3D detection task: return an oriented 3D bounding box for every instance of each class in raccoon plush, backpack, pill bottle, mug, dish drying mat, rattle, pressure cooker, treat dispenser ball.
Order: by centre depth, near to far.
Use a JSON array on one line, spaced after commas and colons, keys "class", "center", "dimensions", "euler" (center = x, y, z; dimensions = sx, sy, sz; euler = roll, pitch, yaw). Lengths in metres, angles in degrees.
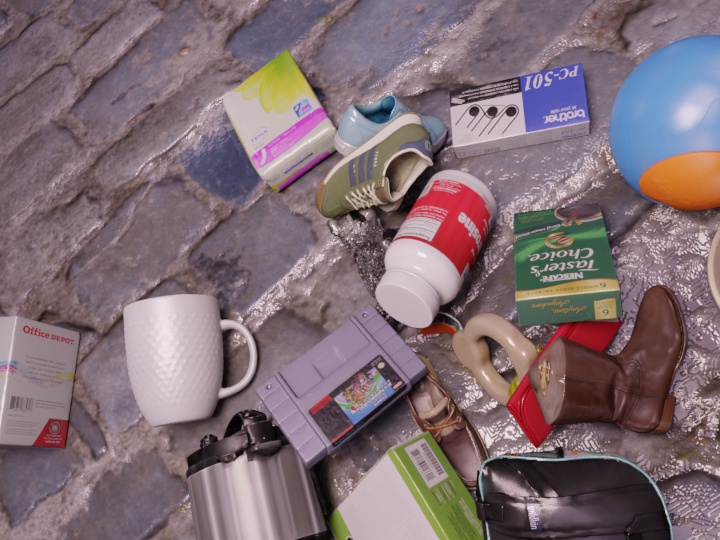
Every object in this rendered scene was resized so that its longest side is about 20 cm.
[{"class": "backpack", "center": [0.243, 0.291, 0.701], "dimensions": [0.195, 0.153, 0.180], "euler": [-12, 69, 23]}, {"class": "dish drying mat", "center": [0.249, 0.110, 0.749], "dimensions": [0.200, 0.077, 0.018], "euler": [-48, 24, -22]}, {"class": "treat dispenser ball", "center": [0.405, -0.176, 0.755], "dimensions": [0.196, 0.201, 0.206], "euler": [-6, 71, 19]}, {"class": "pressure cooker", "center": [-0.143, 0.292, 0.837], "dimensions": [0.173, 0.178, 0.204], "euler": [-25, 67, 15]}, {"class": "rattle", "center": [0.190, 0.083, 0.840], "dimensions": [0.142, 0.132, 0.199], "euler": [-40, 31, -14]}, {"class": "pill bottle", "center": [0.101, -0.029, 0.843], "dimensions": [0.110, 0.113, 0.202], "euler": [18, 59, 24]}, {"class": "raccoon plush", "center": [0.000, 0.000, 0.924], "dimensions": [0.131, 0.096, 0.205], "euler": [12, 79, 32]}, {"class": "mug", "center": [-0.257, 0.138, 0.960], "dimensions": [0.195, 0.148, 0.180], "euler": [-6, 78, -13]}]

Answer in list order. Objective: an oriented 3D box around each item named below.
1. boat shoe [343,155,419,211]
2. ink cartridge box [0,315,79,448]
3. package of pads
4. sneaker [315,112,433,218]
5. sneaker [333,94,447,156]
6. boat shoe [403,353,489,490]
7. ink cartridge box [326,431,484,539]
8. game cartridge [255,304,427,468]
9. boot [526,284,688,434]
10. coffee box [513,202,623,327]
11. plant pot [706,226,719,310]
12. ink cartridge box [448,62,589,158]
[{"class": "boat shoe", "center": [0.034, -0.165, 0.971], "dimensions": [0.201, 0.065, 0.076], "euler": [56, 131, 40]}, {"class": "ink cartridge box", "center": [-0.591, 0.193, 1.058], "dimensions": [0.141, 0.145, 0.205], "euler": [-6, 71, 19]}, {"class": "package of pads", "center": [-0.137, -0.252, 1.063], "dimensions": [0.153, 0.068, 0.203], "euler": [-33, 65, 7]}, {"class": "sneaker", "center": [0.020, -0.124, 0.868], "dimensions": [0.199, 0.067, 0.091], "euler": [-39, 49, 19]}, {"class": "sneaker", "center": [0.058, -0.214, 0.914], "dimensions": [0.196, 0.083, 0.075], "euler": [-15, 57, -32]}, {"class": "boat shoe", "center": [0.102, 0.195, 0.830], "dimensions": [0.071, 0.072, 0.203], "euler": [-32, 65, 8]}, {"class": "ink cartridge box", "center": [0.054, 0.332, 0.812], "dimensions": [0.149, 0.075, 0.201], "euler": [55, 131, 24]}, {"class": "game cartridge", "center": [-0.023, 0.146, 0.814], "dimensions": [0.198, 0.039, 0.130], "euler": [-35, 55, -17]}, {"class": "boot", "center": [0.287, 0.092, 0.731], "dimensions": [0.195, 0.064, 0.192], "euler": [12, 75, -21]}, {"class": "coffee box", "center": [0.255, -0.013, 0.790], "dimensions": [0.120, 0.045, 0.202], "euler": [-6, 34, 19]}, {"class": "plant pot", "center": [0.504, -0.026, 0.681], "dimensions": [0.195, 0.183, 0.206], "euler": [-6, 71, 18]}, {"class": "ink cartridge box", "center": [0.232, -0.235, 0.927], "dimensions": [0.195, 0.044, 0.097], "euler": [-7, 73, 19]}]
